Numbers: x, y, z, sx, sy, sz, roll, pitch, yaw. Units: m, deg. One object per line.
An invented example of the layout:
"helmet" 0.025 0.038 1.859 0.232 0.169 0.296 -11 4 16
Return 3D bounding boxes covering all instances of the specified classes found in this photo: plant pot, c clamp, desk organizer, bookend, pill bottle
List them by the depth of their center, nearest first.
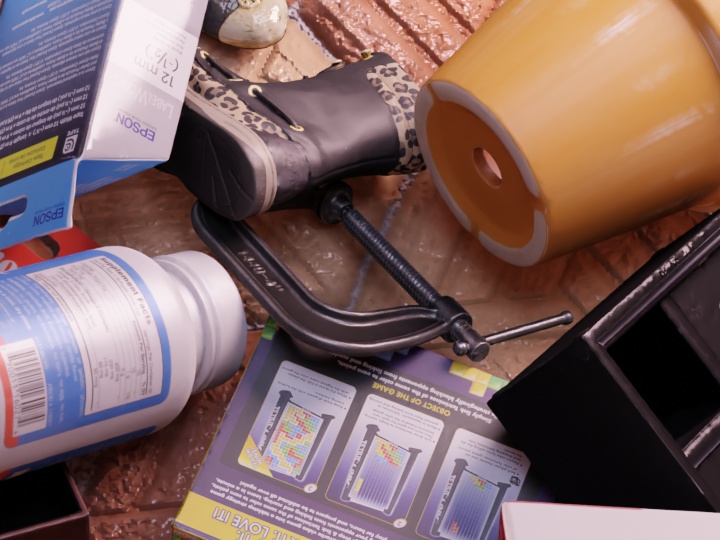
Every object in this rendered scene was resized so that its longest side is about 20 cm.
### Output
"desk organizer" -0.252 0.150 1.571 0.199 0.077 0.072 -15 62 -13
"pill bottle" -0.163 0.048 1.592 0.199 0.112 0.112 -15 58 -44
"bookend" 0.207 0.091 1.614 0.200 0.092 0.198 53 45 1
"c clamp" 0.000 0.000 1.677 0.170 0.027 0.200 -16 44 -38
"plant pot" 0.139 -0.101 1.678 0.183 0.201 0.200 -32 67 -23

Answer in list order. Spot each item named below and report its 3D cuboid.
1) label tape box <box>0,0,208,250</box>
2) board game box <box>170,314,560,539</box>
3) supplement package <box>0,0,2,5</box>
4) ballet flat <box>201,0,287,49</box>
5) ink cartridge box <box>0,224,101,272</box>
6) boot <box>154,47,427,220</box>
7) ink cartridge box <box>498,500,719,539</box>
"label tape box" -0.169 -0.090 1.664 0.066 0.143 0.201 27 62 -33
"board game box" 0.013 0.125 1.623 0.199 0.057 0.166 21 62 7
"supplement package" -0.321 -0.189 1.673 0.199 0.192 0.147 18 16 6
"ballet flat" -0.115 -0.217 1.809 0.066 0.057 0.200 -32 67 -20
"ink cartridge box" -0.257 0.012 1.669 0.162 0.057 0.200 38 68 16
"boot" -0.057 -0.102 1.735 0.150 0.074 0.200 -12 32 -30
"ink cartridge box" 0.138 0.232 1.492 0.144 0.083 0.202 3 104 -3
